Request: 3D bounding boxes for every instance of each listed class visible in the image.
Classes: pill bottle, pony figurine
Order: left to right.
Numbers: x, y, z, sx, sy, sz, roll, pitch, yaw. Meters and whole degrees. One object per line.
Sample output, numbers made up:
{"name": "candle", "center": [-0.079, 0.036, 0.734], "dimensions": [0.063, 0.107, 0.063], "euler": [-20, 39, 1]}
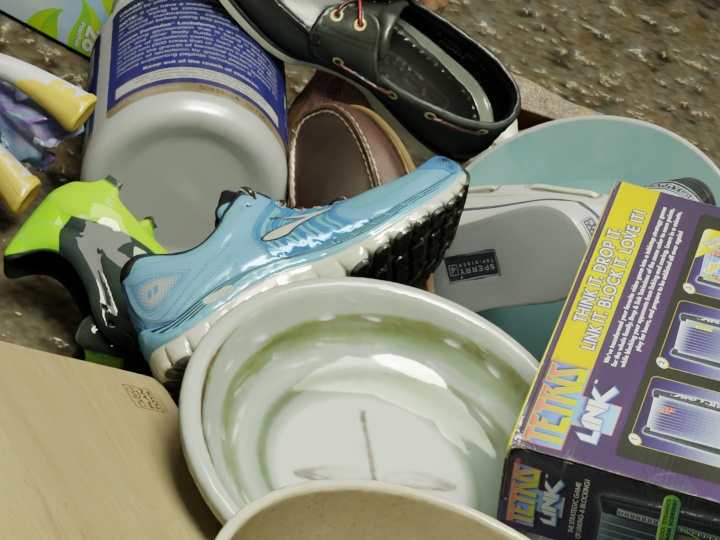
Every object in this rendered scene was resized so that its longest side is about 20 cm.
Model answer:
{"name": "pony figurine", "center": [-0.246, -0.115, 1.566], "dimensions": [0.200, 0.167, 0.193], "euler": [35, 45, 7]}
{"name": "pill bottle", "center": [-0.098, -0.093, 1.645], "dimensions": [0.115, 0.116, 0.200], "euler": [15, 31, -12]}

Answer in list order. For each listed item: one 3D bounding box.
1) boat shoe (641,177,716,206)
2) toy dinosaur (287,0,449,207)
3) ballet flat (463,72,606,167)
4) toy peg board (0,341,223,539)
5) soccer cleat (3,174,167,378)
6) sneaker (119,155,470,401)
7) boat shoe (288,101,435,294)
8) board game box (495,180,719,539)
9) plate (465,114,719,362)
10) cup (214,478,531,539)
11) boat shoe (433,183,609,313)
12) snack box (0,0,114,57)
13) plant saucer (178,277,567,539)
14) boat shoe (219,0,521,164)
{"name": "boat shoe", "center": [0.146, 0.048, 1.512], "dimensions": [0.073, 0.201, 0.068], "euler": [11, 14, 22]}
{"name": "toy dinosaur", "center": [-0.007, -0.101, 1.699], "dimensions": [0.085, 0.136, 0.200], "euler": [20, 31, -4]}
{"name": "ballet flat", "center": [0.107, -0.079, 1.815], "dimensions": [0.199, 0.068, 0.067], "euler": [13, 38, -13]}
{"name": "toy peg board", "center": [-0.148, 0.129, 1.305], "dimensions": [0.199, 0.098, 0.200], "euler": [16, 27, -43]}
{"name": "soccer cleat", "center": [-0.098, 0.036, 1.503], "dimensions": [0.200, 0.068, 0.081], "euler": [40, 64, 11]}
{"name": "sneaker", "center": [-0.032, -0.017, 1.462], "dimensions": [0.199, 0.079, 0.090], "euler": [-26, 65, -24]}
{"name": "boat shoe", "center": [0.000, 0.000, 1.532], "dimensions": [0.070, 0.070, 0.201], "euler": [9, 58, -52]}
{"name": "board game box", "center": [0.170, 0.057, 1.361], "dimensions": [0.164, 0.057, 0.200], "euler": [15, 43, 12]}
{"name": "plate", "center": [0.120, 0.010, 1.599], "dimensions": [0.200, 0.200, 0.026], "euler": [43, -3, 31]}
{"name": "cup", "center": [0.007, 0.207, 1.206], "dimensions": [0.199, 0.144, 0.201], "euler": [17, 31, -11]}
{"name": "boat shoe", "center": [0.061, -0.014, 1.578], "dimensions": [0.199, 0.072, 0.066], "euler": [-11, 8, 41]}
{"name": "snack box", "center": [-0.181, -0.252, 1.759], "dimensions": [0.168, 0.201, 0.068], "euler": [29, 31, 9]}
{"name": "plant saucer", "center": [0.008, 0.091, 1.363], "dimensions": [0.199, 0.050, 0.201], "euler": [11, 45, -11]}
{"name": "boat shoe", "center": [0.002, -0.137, 1.635], "dimensions": [0.201, 0.063, 0.074], "euler": [36, 55, -13]}
